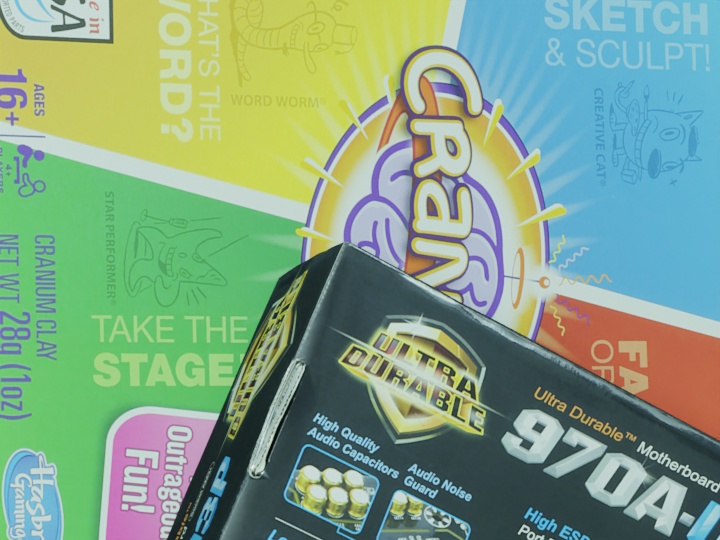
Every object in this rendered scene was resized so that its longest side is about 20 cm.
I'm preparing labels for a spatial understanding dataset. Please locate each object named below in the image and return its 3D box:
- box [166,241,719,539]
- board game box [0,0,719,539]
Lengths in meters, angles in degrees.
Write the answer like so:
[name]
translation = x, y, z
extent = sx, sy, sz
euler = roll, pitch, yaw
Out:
[box]
translation = 0.044, 0.110, 0.632
extent = 0.199, 0.046, 0.160
euler = 27, 71, -14
[board game box]
translation = 0.000, 0.000, 0.685
extent = 0.199, 0.040, 0.154
euler = 0, 84, -22
